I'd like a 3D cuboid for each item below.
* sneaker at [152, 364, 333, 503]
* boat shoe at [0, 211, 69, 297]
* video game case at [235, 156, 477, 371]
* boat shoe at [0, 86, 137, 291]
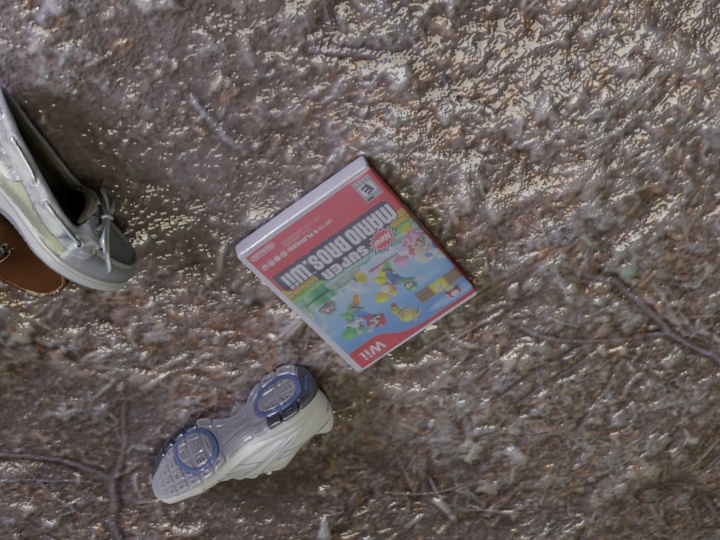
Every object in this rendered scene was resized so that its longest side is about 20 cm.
[{"bbox_3d":[-0.111,0.174,1.303,0.198,0.075,0.087,-29,137,10],"label":"sneaker"},{"bbox_3d":[-0.303,-0.030,1.069,0.072,0.068,0.200,-34,131,13],"label":"boat shoe"},{"bbox_3d":[0.000,0.000,1.221,0.142,0.018,0.200,-34,131,12],"label":"video game case"},{"bbox_3d":[-0.240,-0.059,1.062,0.064,0.075,0.202,-30,125,16],"label":"boat shoe"}]
